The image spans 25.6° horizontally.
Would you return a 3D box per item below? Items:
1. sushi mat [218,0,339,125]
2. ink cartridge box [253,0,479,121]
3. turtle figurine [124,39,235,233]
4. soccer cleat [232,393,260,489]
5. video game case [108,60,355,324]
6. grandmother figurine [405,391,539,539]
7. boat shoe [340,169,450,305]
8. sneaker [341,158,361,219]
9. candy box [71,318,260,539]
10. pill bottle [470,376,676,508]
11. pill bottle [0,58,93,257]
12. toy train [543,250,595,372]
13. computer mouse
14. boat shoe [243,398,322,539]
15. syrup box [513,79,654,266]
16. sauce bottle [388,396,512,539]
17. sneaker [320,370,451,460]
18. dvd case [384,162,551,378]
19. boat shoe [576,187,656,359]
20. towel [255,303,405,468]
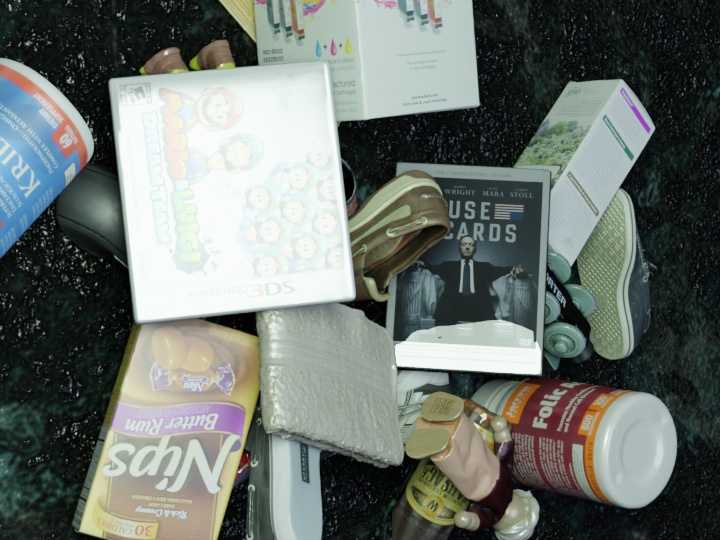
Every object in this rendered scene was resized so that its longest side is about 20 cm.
[{"bbox_3d":[-0.060,-0.228,1.456,0.200,0.012,0.096,48,64,-33],"label":"sushi mat"},{"bbox_3d":[0.001,-0.236,1.404,0.145,0.145,0.200,-11,99,-40],"label":"ink cartridge box"},{"bbox_3d":[-0.125,-0.112,1.337,0.200,0.064,0.161,-20,75,-22],"label":"turtle figurine"},{"bbox_3d":[-0.088,0.145,1.423,0.200,0.076,0.067,-40,118,-31],"label":"soccer cleat"},{"bbox_3d":[-0.104,-0.065,1.293,0.182,0.024,0.200,-6,88,-10],"label":"video game case"},{"bbox_3d":[0.114,0.193,1.498,0.121,0.061,0.200,-57,135,-23],"label":"grandmother figurine"},{"bbox_3d":[-0.004,-0.002,1.416,0.202,0.075,0.075,-42,141,19],"label":"boat shoe"},{"bbox_3d":[-0.022,-0.052,1.457,0.200,0.085,0.075,47,64,-33],"label":"sneaker"},{"bbox_3d":[-0.159,0.139,1.350,0.117,0.056,0.200,17,82,-15],"label":"candy box"},{"bbox_3d":[0.206,0.167,1.593,0.114,0.200,0.114,-4,96,-41],"label":"pill bottle"},{"bbox_3d":[-0.304,-0.056,1.199,0.200,0.112,0.112,-53,124,-24],"label":"pill bottle"},{"bbox_3d":[0.155,0.024,1.595,0.200,0.114,0.085,52,39,-29],"label":"toy train"},{"bbox_3d":[-0.158,-0.047,1.366,0.200,0.046,0.140,41,69,-35],"label":"computer mouse"},{"bbox_3d":[-0.072,0.155,1.364,0.070,0.066,0.200,32,48,-51],"label":"boat shoe"},{"bbox_3d":[0.219,-0.103,1.661,0.081,0.079,0.200,50,63,-31],"label":"syrup box"},{"bbox_3d":[0.076,0.223,1.559,0.066,0.066,0.200,30,88,-38],"label":"sauce bottle"},{"bbox_3d":[0.018,0.142,1.514,0.200,0.076,0.088,-32,113,-33],"label":"sneaker"},{"bbox_3d":[0.102,-0.001,1.501,0.025,0.150,0.200,76,18,-77],"label":"dvd case"},{"bbox_3d":[0.280,-0.001,1.723,0.062,0.075,0.200,-28,121,-38],"label":"boat shoe"},{"bbox_3d":[-0.023,0.094,1.376,0.200,0.034,0.133,24,55,-53],"label":"towel"}]
